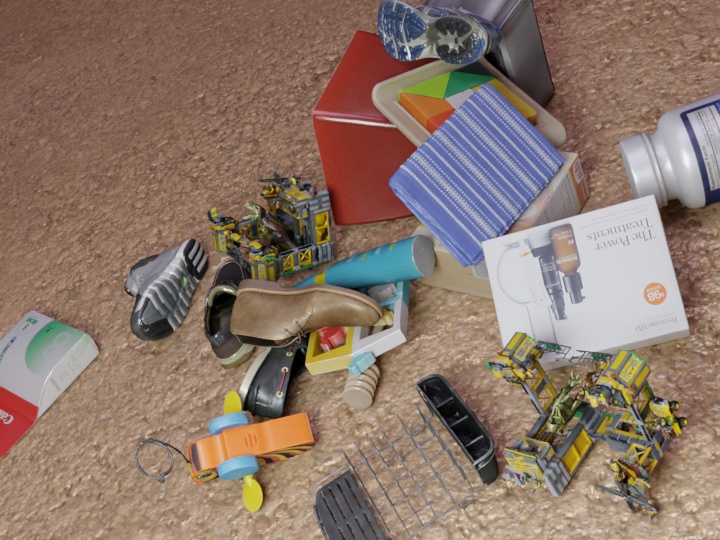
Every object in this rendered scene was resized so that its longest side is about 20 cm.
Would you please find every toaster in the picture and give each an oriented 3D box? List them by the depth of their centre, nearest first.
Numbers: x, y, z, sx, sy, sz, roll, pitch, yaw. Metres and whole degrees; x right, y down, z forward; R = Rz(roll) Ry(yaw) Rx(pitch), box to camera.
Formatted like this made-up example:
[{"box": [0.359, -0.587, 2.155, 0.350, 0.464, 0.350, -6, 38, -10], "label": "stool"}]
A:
[{"box": [0.170, -0.313, 1.506, 0.178, 0.202, 0.119, 4, 42, 34], "label": "toaster"}]

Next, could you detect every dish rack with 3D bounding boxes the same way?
[{"box": [0.039, 0.213, 1.093, 0.198, 0.055, 0.154, -33, 32, -5], "label": "dish rack"}]

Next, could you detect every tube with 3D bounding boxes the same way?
[{"box": [0.000, 0.000, 1.305, 0.197, 0.051, 0.077, -13, 6, 36], "label": "tube"}]

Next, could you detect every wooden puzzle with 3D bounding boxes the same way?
[{"box": [0.138, -0.203, 1.330, 0.183, 0.038, 0.201, -24, 56, -23], "label": "wooden puzzle"}]

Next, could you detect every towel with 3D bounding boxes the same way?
[{"box": [0.141, -0.116, 1.249, 0.200, 0.145, 0.024, -45, -1, -24], "label": "towel"}]

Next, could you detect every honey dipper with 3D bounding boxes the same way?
[{"box": [0.017, 0.082, 1.283, 0.037, 0.038, 0.202, -8, 39, 23], "label": "honey dipper"}]

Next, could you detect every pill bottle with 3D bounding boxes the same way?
[{"box": [0.413, -0.142, 1.225, 0.197, 0.121, 0.121, -18, 38, 12], "label": "pill bottle"}]

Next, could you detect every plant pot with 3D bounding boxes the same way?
[{"box": [0.060, -0.190, 1.453, 0.173, 0.202, 0.202, 8, 48, 19], "label": "plant pot"}]

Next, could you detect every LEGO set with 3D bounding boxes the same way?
[{"box": [0.197, 0.153, 1.000, 0.198, 0.155, 0.116, 14, 53, 45], "label": "LEGO set"}, {"box": [-0.126, -0.077, 1.440, 0.151, 0.118, 0.200, -13, 26, -20], "label": "LEGO set"}]

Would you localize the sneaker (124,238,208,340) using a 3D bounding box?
[{"box": [-0.305, 0.037, 1.510, 0.114, 0.076, 0.201, -11, 30, 28], "label": "sneaker"}]

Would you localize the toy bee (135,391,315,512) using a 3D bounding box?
[{"box": [-0.157, 0.203, 1.192, 0.196, 0.109, 0.133, 13, 61, -13], "label": "toy bee"}]

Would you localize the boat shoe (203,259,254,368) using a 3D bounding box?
[{"box": [-0.177, 0.044, 1.418, 0.072, 0.065, 0.201, -24, 37, 8], "label": "boat shoe"}]

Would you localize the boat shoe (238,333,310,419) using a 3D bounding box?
[{"box": [-0.090, 0.105, 1.301, 0.062, 0.075, 0.203, 17, 42, 7], "label": "boat shoe"}]

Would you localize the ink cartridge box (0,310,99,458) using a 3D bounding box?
[{"box": [-0.492, 0.156, 1.500, 0.159, 0.051, 0.200, 14, 52, 41], "label": "ink cartridge box"}]

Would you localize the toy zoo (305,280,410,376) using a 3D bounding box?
[{"box": [-0.001, 0.058, 1.283, 0.129, 0.021, 0.201, -21, 30, 19], "label": "toy zoo"}]

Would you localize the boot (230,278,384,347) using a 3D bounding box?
[{"box": [-0.066, 0.060, 1.245, 0.196, 0.074, 0.077, 1, 56, 24], "label": "boot"}]

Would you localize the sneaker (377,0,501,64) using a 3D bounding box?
[{"box": [0.104, -0.318, 1.394, 0.084, 0.078, 0.198, -21, 35, -39], "label": "sneaker"}]

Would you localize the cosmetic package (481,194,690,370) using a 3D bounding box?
[{"box": [0.245, 0.019, 1.144, 0.196, 0.052, 0.154, -16, 74, 16], "label": "cosmetic package"}]

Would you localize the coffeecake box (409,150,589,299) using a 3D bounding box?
[{"box": [0.175, -0.065, 1.320, 0.152, 0.074, 0.201, 11, 52, 39], "label": "coffeecake box"}]
